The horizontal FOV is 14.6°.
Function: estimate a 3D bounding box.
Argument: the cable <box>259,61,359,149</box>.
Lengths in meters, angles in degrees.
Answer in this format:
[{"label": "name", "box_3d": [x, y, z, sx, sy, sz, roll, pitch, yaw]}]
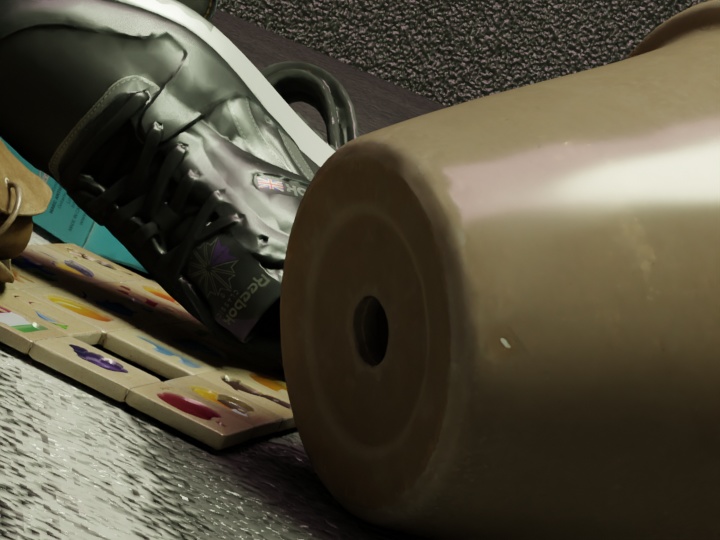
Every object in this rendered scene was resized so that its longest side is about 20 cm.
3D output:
[{"label": "cable", "box_3d": [0.005, -0.004, 1.077, 0.200, 0.097, 0.050, 38, -21, 41]}]

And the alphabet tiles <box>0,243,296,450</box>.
[{"label": "alphabet tiles", "box_3d": [-0.090, 0.015, 0.942, 0.166, 0.008, 0.200, 25, 7, 13]}]

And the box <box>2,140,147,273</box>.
[{"label": "box", "box_3d": [-0.133, -0.056, 1.154, 0.082, 0.049, 0.200, 17, 9, -46]}]

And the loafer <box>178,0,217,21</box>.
[{"label": "loafer", "box_3d": [-0.136, -0.123, 1.188, 0.199, 0.073, 0.072, 5, 26, -41]}]

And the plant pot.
[{"label": "plant pot", "box_3d": [0.074, 0.015, 0.852, 0.174, 0.202, 0.200, -3, 19, -29]}]

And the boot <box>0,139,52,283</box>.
[{"label": "boot", "box_3d": [-0.129, -0.029, 0.852, 0.075, 0.074, 0.200, 33, 4, -7]}]

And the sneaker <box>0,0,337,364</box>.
[{"label": "sneaker", "box_3d": [-0.049, -0.024, 0.943, 0.199, 0.076, 0.088, 32, 22, -19]}]
